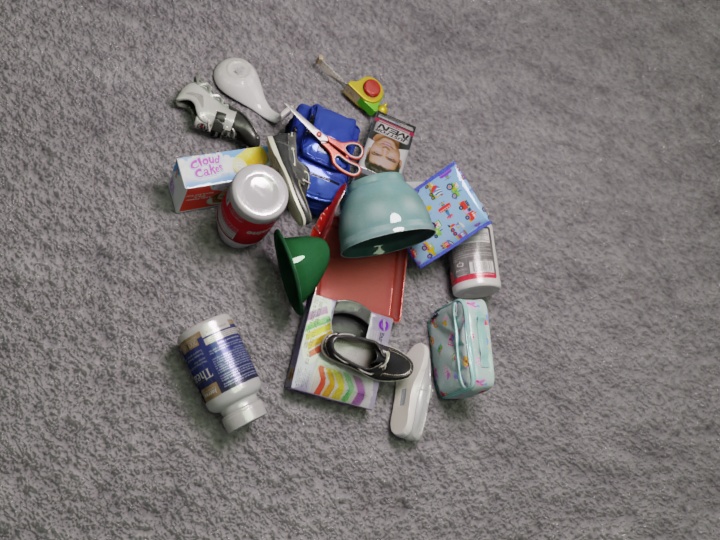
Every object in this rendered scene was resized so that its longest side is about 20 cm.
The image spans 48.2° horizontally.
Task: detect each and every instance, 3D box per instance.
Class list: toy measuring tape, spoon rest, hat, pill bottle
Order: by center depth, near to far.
[{"bbox_3d":[-0.252,0.193,1.496,0.110,0.111,0.202,-23,82,-28],"label":"pill bottle"},{"bbox_3d":[-0.218,-0.116,1.568,0.111,0.200,0.114,7,70,-20],"label":"pill bottle"},{"bbox_3d":[-0.068,-0.031,1.593,0.174,0.166,0.203,-17,121,-15],"label":"hat"},{"bbox_3d":[-0.234,-0.387,1.747,0.200,0.061,0.099,41,60,10],"label":"spoon rest"},{"bbox_3d":[0.247,-0.048,1.794,0.109,0.111,0.203,2,71,-22],"label":"pill bottle"},{"bbox_3d":[-0.010,-0.432,1.843,0.200,0.074,0.074,42,61,-5],"label":"toy measuring tape"}]

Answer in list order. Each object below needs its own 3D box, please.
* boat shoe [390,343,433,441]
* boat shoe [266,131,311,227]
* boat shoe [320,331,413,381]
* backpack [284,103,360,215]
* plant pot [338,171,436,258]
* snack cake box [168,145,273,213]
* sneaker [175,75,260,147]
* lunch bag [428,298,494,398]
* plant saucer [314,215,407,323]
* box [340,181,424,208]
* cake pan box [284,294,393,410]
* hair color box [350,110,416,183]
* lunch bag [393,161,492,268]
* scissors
[{"bbox_3d":[0.118,0.253,1.663,0.068,0.071,0.203,32,54,-34],"label":"boat shoe"},{"bbox_3d":[-0.125,-0.180,1.556,0.067,0.072,0.202,-13,67,-16],"label":"boat shoe"},{"bbox_3d":[0.021,0.168,1.577,0.198,0.060,0.075,23,76,-16],"label":"boat shoe"},{"bbox_3d":[-0.096,-0.231,1.683,0.160,0.168,0.203,18,72,-11],"label":"backpack"},{"bbox_3d":[0.042,-0.117,1.629,0.197,0.200,0.136,-8,79,-25],"label":"plant pot"},{"bbox_3d":[-0.275,-0.184,1.616,0.197,0.115,0.068,-13,77,-27],"label":"snack cake box"},{"bbox_3d":[-0.300,-0.308,1.677,0.199,0.074,0.089,39,61,5],"label":"sneaker"},{"bbox_3d":[0.210,0.159,1.678,0.076,0.160,0.203,1,72,-23],"label":"lunch bag"},{"bbox_3d":[0.000,0.000,1.711,0.197,0.037,0.203,13,69,-18],"label":"plant saucer"},{"bbox_3d":[0.055,-0.149,1.782,0.197,0.049,0.084,-3,74,-24],"label":"box"},{"bbox_3d":[-0.040,0.161,1.615,0.182,0.052,0.203,19,76,-19],"label":"cake pan box"},{"bbox_3d":[0.052,-0.255,1.776,0.098,0.061,0.202,21,49,-5],"label":"hair color box"},{"bbox_3d":[0.156,-0.111,1.714,0.198,0.094,0.152,-32,88,6],"label":"lunch bag"},{"bbox_3d":[-0.076,-0.255,1.593,0.198,0.014,0.074,27,76,-21],"label":"scissors"}]
